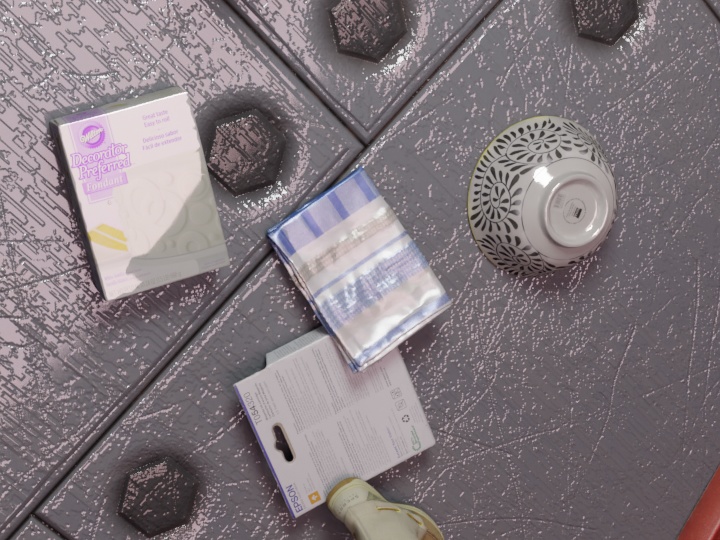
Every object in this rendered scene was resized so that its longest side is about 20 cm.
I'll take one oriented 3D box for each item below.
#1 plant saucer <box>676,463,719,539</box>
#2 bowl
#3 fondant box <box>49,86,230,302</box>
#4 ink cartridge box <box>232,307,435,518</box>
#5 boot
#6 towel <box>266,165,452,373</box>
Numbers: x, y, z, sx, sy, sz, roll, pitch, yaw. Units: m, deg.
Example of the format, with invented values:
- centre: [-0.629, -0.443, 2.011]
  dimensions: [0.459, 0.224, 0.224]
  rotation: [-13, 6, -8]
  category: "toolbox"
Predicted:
- centre: [0.547, 0.365, 1.912]
  dimensions: [0.199, 0.037, 0.200]
  rotation: [29, 91, -25]
  category: "plant saucer"
- centre: [0.238, -0.080, 1.652]
  dimensions: [0.200, 0.094, 0.201]
  rotation: [-5, 104, -21]
  category: "bowl"
- centre: [-0.237, -0.083, 1.490]
  dimensions: [0.144, 0.058, 0.200]
  rotation: [-18, 107, -16]
  category: "fondant box"
- centre: [-0.032, 0.165, 1.638]
  dimensions: [0.200, 0.043, 0.197]
  rotation: [-26, 112, -11]
  category: "ink cartridge box"
- centre: [0.056, 0.340, 1.638]
  dimensions: [0.072, 0.155, 0.200]
  rotation: [-47, 129, 6]
  category: "boot"
- centre: [0.000, 0.000, 1.590]
  dimensions: [0.147, 0.024, 0.200]
  rotation: [-35, 96, -12]
  category: "towel"
